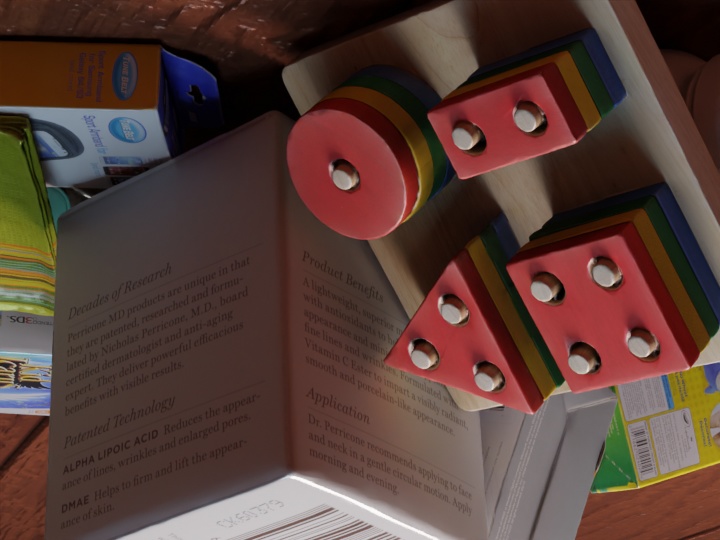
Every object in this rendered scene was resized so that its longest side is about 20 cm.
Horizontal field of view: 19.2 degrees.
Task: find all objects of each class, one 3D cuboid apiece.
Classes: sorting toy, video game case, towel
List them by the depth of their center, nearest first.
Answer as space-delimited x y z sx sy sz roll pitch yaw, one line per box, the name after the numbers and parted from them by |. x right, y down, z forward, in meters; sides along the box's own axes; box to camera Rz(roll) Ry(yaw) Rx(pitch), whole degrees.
0.064 -0.023 0.983 0.198 0.201 0.070 -15 -161 44 | sorting toy
-0.206 -0.026 1.124 0.085 0.018 0.200 1 153 -1 | towel
-0.279 0.053 1.399 0.180 0.046 0.200 3 165 -10 | video game case

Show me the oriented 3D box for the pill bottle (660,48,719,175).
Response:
0.125 -0.046 1.049 0.108 0.110 0.199 18 157 -41 | pill bottle

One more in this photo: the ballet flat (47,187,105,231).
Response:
-0.175 -0.026 1.235 0.199 0.068 0.064 17 -172 -33 | ballet flat

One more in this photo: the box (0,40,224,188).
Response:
-0.172 -0.079 1.095 0.198 0.042 0.119 4 163 3 | box

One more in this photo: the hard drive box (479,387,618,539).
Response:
0.026 0.118 1.192 0.199 0.157 0.077 0 150 42 | hard drive box

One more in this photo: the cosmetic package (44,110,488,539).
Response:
-0.049 0.059 1.102 0.164 0.201 0.164 -23 145 32 | cosmetic package

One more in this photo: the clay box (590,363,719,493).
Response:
0.207 0.053 1.255 0.199 0.116 0.047 -11 177 -37 | clay box
